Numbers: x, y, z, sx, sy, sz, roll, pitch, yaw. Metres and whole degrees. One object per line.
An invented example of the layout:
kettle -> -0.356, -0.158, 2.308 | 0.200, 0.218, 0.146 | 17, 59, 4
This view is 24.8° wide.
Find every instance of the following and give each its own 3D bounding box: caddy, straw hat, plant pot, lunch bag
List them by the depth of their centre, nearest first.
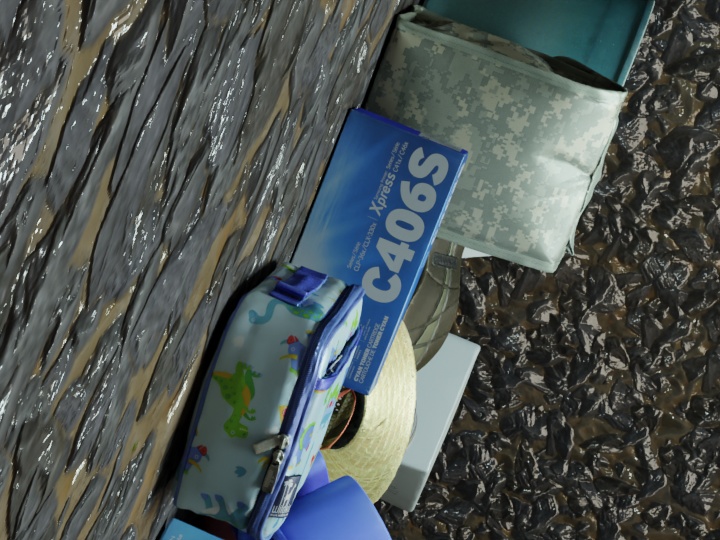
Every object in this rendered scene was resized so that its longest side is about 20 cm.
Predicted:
lunch bag -> -0.057, 0.080, 1.102 | 0.200, 0.082, 0.161 | -51, 160, -79
caddy -> -0.042, 0.225, 1.239 | 0.105, 0.141, 0.200 | -31, 127, -17
lunch bag -> 0.102, -0.105, 1.331 | 0.118, 0.200, 0.164 | -53, 164, -72
straw hat -> -0.037, 0.107, 1.401 | 0.201, 0.085, 0.201 | -12, 105, -57
plant pot -> 0.137, -0.182, 1.463 | 0.200, 0.188, 0.200 | 23, 90, -86

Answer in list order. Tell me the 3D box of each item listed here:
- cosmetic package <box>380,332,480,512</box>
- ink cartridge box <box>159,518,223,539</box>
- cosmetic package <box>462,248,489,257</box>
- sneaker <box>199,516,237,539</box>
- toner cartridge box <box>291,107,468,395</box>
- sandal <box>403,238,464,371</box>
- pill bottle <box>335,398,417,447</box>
cosmetic package -> 0.023, 0.156, 1.903 | 0.200, 0.167, 0.167 | 99, 14, -69
ink cartridge box -> -0.073, 0.289, 1.134 | 0.125, 0.200, 0.129 | 108, 6, -45
cosmetic package -> 0.123, -0.077, 1.651 | 0.200, 0.113, 0.081 | -5, 131, -46
sneaker -> -0.101, 0.236, 1.381 | 0.200, 0.074, 0.087 | 88, 23, -79
toner cartridge box -> 0.002, -0.015, 1.252 | 0.043, 0.095, 0.200 | -37, 148, -80
sandal -> 0.052, 0.002, 1.521 | 0.082, 0.055, 0.200 | 15, 85, -51
pill bottle -> -0.001, 0.108, 1.627 | 0.200, 0.111, 0.111 | 83, 27, -57
